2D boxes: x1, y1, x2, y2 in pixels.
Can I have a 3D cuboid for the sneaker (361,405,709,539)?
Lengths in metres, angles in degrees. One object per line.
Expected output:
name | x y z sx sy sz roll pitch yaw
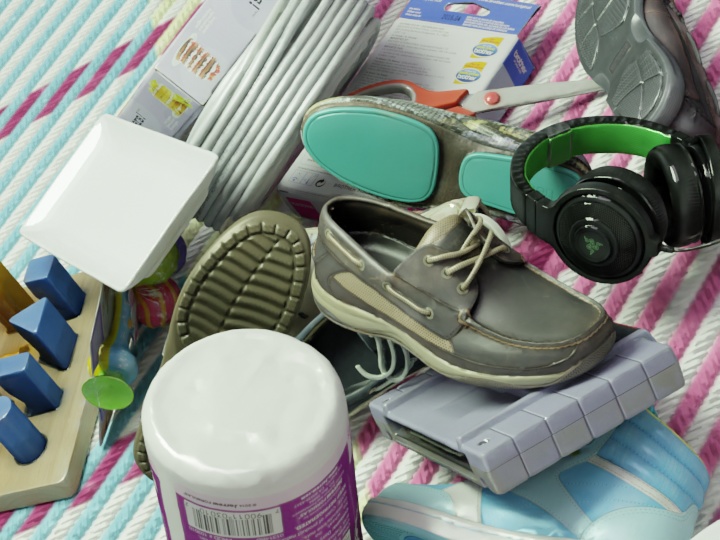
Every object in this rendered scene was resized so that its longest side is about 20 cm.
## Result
sneaker | 0.106 0.124 1.189 0.199 0.080 0.131 11 59 30

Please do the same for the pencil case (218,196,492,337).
pencil case | 0.000 0.000 1.374 0.199 0.090 0.078 -8 34 29

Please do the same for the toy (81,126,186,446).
toy | -0.149 0.012 1.469 0.047 0.116 0.201 8 49 5

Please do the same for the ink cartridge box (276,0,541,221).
ink cartridge box | 0.041 -0.114 1.498 0.119 0.042 0.201 14 63 41

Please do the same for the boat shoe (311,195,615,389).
boat shoe | 0.049 0.008 1.175 0.199 0.074 0.075 15 44 33

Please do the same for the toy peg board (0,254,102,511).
toy peg board | -0.289 0.070 1.503 0.198 0.098 0.201 -14 44 24

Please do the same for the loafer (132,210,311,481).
loafer | -0.091 0.044 1.354 0.201 0.076 0.068 -61 7 19

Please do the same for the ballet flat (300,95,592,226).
ballet flat | 0.060 -0.074 1.385 0.199 0.072 0.072 15 55 8

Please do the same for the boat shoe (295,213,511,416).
boat shoe | 0.010 0.035 1.299 0.200 0.075 0.062 -35 -9 31

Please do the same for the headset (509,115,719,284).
headset | 0.174 -0.025 1.270 0.123 0.095 0.200 -22 38 -26

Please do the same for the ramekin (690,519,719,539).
ramekin | 0.221 0.203 1.012 0.199 0.098 0.201 -20 42 19

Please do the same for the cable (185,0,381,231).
cable | -0.062 -0.114 1.471 0.201 0.069 0.200 -56 2 -13

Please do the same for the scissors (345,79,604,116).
scissors | 0.076 -0.120 1.444 0.199 0.014 0.073 -23 62 -7

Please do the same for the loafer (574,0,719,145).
loafer | 0.194 -0.143 1.418 0.072 0.063 0.201 -53 27 28

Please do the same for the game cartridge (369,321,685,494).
game cartridge | 0.091 0.068 1.207 0.129 0.039 0.200 -33 13 -13

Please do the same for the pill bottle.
pill bottle | -0.055 0.137 1.180 0.111 0.201 0.113 -3 46 3

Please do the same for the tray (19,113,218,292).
tray | -0.160 -0.044 1.410 0.108 0.022 0.200 -56 30 -6

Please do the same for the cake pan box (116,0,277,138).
cake pan box | -0.105 -0.179 1.584 0.200 0.052 0.184 -55 10 -22
